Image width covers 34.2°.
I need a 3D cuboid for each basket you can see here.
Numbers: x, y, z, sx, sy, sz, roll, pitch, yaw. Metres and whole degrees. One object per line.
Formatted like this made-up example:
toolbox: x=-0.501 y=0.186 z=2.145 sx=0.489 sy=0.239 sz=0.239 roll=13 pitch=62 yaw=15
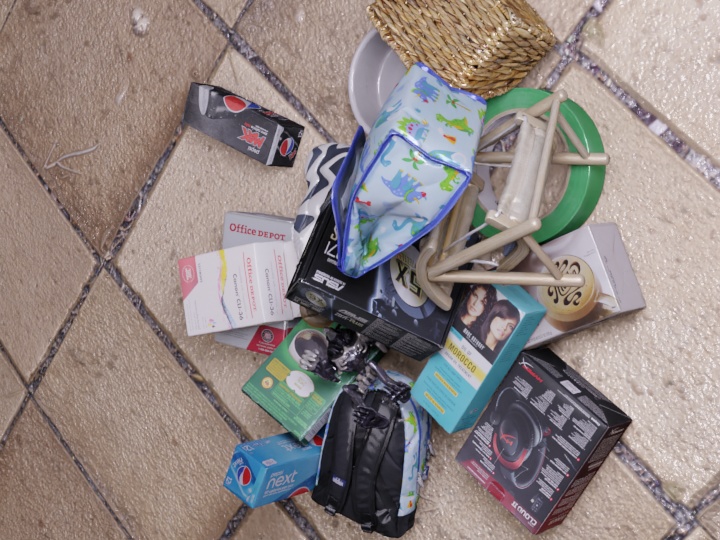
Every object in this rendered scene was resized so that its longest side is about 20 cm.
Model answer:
basket: x=0.131 y=-0.309 z=1.491 sx=0.149 sy=0.143 sz=0.200 roll=-48 pitch=61 yaw=23

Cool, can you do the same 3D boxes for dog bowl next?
dog bowl: x=0.067 y=-0.257 z=1.600 sx=0.199 sy=0.059 sz=0.201 roll=1 pitch=92 yaw=38

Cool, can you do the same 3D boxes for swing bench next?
swing bench: x=0.164 y=-0.079 z=1.371 sx=0.199 sy=0.130 sz=0.199 roll=-10 pitch=49 yaw=36

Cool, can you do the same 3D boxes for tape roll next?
tape roll: x=0.213 y=-0.132 z=1.498 sx=0.200 sy=0.048 sz=0.201 roll=2 pitch=92 yaw=38

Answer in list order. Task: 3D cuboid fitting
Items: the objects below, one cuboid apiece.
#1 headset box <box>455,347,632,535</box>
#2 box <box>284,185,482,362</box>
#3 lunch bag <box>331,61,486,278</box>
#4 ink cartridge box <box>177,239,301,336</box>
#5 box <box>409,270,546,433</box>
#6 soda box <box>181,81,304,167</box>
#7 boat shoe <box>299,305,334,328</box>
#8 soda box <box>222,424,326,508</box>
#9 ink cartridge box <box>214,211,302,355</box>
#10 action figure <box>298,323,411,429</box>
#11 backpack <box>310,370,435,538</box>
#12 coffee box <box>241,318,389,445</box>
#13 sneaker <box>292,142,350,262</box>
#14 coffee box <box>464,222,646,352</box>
headset box: x=0.224 y=0.223 z=1.485 sx=0.149 sy=0.075 sz=0.200 roll=41 pitch=115 yaw=29
box: x=0.029 y=-0.005 z=1.473 sx=0.164 sy=0.199 sz=0.086 roll=-67 pitch=9 yaw=-22
lunch bag: x=0.042 y=-0.107 z=1.326 sx=0.127 sy=0.170 sz=0.200 roll=28 pitch=129 yaw=-6
ink cartridge box: x=-0.165 y=0.023 z=1.678 sx=0.199 sy=0.067 sz=0.117 roll=-12 pitch=86 yaw=37
box: x=0.144 y=0.102 z=1.460 sx=0.082 sy=0.049 sz=0.200 roll=44 pitch=121 yaw=29
soda box: x=-0.182 y=-0.224 z=1.790 sx=0.200 sy=0.063 sz=0.071 roll=28 pitch=108 yaw=33
boat shoe: x=0.000 y=0.000 z=1.570 sx=0.200 sy=0.065 sz=0.073 roll=-37 pitch=90 yaw=-2
soda box: x=-0.098 y=0.274 z=1.656 sx=0.064 sy=0.200 sz=0.068 roll=31 pitch=110 yaw=32
ink cartridge box: x=-0.133 y=0.018 z=1.748 sx=0.145 sy=0.083 sz=0.201 roll=11 pitch=99 yaw=37
action figure: x=-0.011 y=0.115 z=1.536 sx=0.119 sy=0.102 sz=0.200 roll=-41 pitch=40 yaw=0
backpack: x=0.023 y=0.237 z=1.611 sx=0.163 sy=0.154 sz=0.201 roll=16 pitch=121 yaw=33
coffee box: x=-0.057 y=0.133 z=1.650 sx=0.123 sy=0.044 sz=0.200 roll=37 pitch=81 yaw=21
sneaker: x=-0.021 y=-0.079 z=1.586 sx=0.129 sy=0.079 sz=0.200 roll=-5 pitch=72 yaw=54
coffee box: x=0.238 y=0.029 z=1.463 sx=0.200 sy=0.080 sz=0.113 roll=-25 pitch=79 yaw=36
